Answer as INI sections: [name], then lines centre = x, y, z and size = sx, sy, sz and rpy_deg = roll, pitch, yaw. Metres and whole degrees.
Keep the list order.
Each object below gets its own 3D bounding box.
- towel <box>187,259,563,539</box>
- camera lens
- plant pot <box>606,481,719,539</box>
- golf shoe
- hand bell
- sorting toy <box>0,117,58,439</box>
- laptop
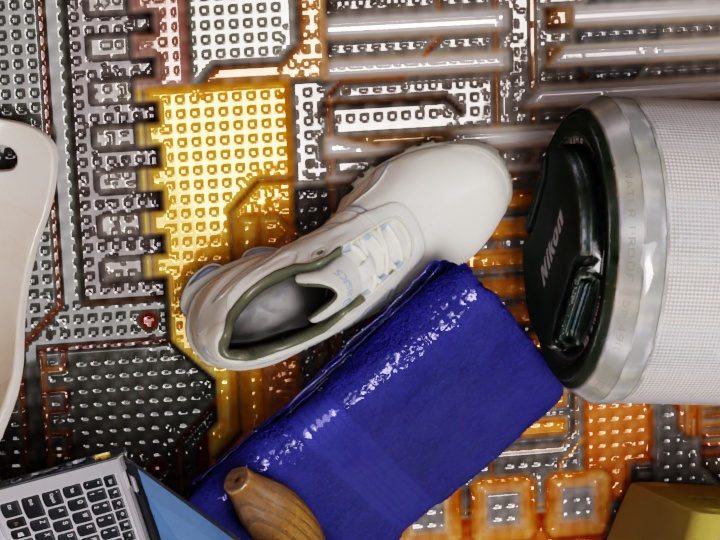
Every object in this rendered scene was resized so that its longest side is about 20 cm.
[towel]
centre = 0.009, 0.089, 1.195
size = 0.200, 0.050, 0.148
rpy_deg = -40, 143, 2
[camera lens]
centre = 0.195, -0.009, 1.162
size = 0.198, 0.160, 0.162
rpy_deg = 2, 103, -12
[plant pot]
centre = 0.224, 0.214, 1.212
size = 0.198, 0.200, 0.178
rpy_deg = 4, 91, -9
[golf shoe]
centre = 0.000, 0.000, 1.171
size = 0.199, 0.097, 0.079
rpy_deg = -31, 103, -2
[hand bell]
centre = -0.013, 0.162, 1.164
size = 0.104, 0.104, 0.200
rpy_deg = -39, 129, 2
[sorting toy]
centre = -0.249, -0.016, 1.134
size = 0.199, 0.107, 0.181
rpy_deg = 29, 90, -14
[laptop]
centre = -0.123, 0.196, 1.144
size = 0.198, 0.116, 0.188
rpy_deg = -15, 139, -4
